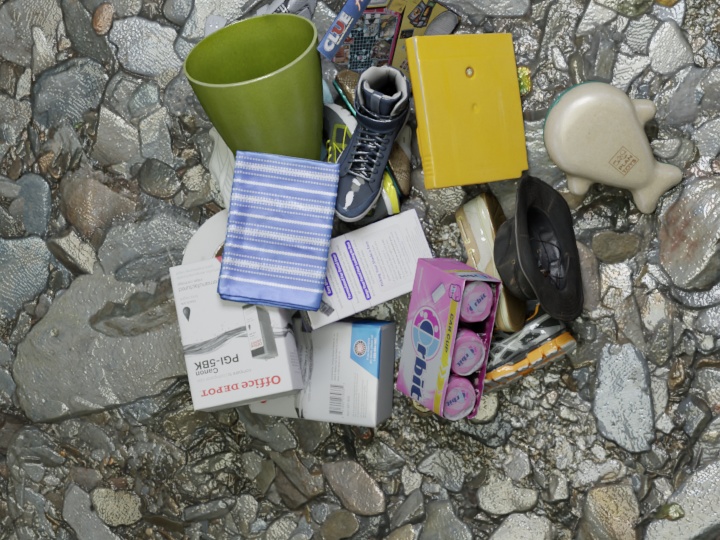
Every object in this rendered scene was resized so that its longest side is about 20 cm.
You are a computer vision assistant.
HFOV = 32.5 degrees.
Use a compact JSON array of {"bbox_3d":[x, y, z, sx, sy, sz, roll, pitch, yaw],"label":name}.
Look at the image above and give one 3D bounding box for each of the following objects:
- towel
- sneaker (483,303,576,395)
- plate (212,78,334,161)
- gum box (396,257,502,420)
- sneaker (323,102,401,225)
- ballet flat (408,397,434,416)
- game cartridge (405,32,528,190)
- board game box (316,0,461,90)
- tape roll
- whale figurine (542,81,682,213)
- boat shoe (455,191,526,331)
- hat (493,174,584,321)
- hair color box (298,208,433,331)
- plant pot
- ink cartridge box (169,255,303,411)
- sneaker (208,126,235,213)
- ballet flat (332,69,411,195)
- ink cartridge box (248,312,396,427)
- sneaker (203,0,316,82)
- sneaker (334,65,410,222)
[{"bbox_3d":[-0.110,-0.052,1.639,0.143,0.024,0.202,8,93,2],"label":"towel"},{"bbox_3d":[0.201,0.116,1.723,0.199,0.078,0.078,-27,71,16],"label":"sneaker"},{"bbox_3d":[-0.133,-0.223,1.821,0.198,0.026,0.202,2,96,17],"label":"plate"},{"bbox_3d":[0.117,0.094,1.672,0.113,0.066,0.202,28,113,55],"label":"gum box"},{"bbox_3d":[-0.021,-0.150,1.735,0.084,0.075,0.201,-29,66,-9],"label":"sneaker"},{"bbox_3d":[0.105,0.113,1.762,0.067,0.046,0.202,17,100,16],"label":"ballet flat"},{"bbox_3d":[0.145,-0.216,1.662,0.032,0.175,0.202,-2,95,54],"label":"game cartridge"},{"bbox_3d":[0.041,-0.321,1.662,0.035,0.199,0.136,43,106,29],"label":"board game box"},{"bbox_3d":[-0.165,-0.003,1.798,0.201,0.037,0.205,-7,65,14],"label":"tape roll"},{"bbox_3d":[0.334,-0.166,1.648,0.199,0.104,0.159,36,105,-13],"label":"whale figurine"},{"bbox_3d":[0.178,-0.005,1.707,0.066,0.074,0.202,-22,66,30],"label":"boat shoe"},{"bbox_3d":[0.225,-0.022,1.650,0.080,0.200,0.202,-18,89,35],"label":"hat"},{"bbox_3d":[0.000,0.000,1.731,0.198,0.065,0.110,-20,88,-14],"label":"hair color box"},{"bbox_3d":[-0.124,-0.216,1.690,0.185,0.188,0.201,-3,128,18],"label":"plant pot"},{"bbox_3d":[-0.170,0.083,1.696,0.145,0.083,0.202,-12,83,5],"label":"ink cartridge box"},{"bbox_3d":[-0.178,-0.128,1.793,0.080,0.075,0.202,-10,78,29],"label":"sneaker"},{"bbox_3d":[0.034,-0.204,1.749,0.065,0.071,0.201,-30,89,1],"label":"ballet flat"},{"bbox_3d":[-0.056,0.140,1.797,0.198,0.084,0.146,5,95,18],"label":"ink cartridge box"},{"bbox_3d":[-0.155,-0.354,1.787,0.115,0.075,0.201,35,91,23],"label":"sneaker"},{"bbox_3d":[0.010,-0.175,1.635,0.076,0.146,0.204,20,77,5],"label":"sneaker"}]
